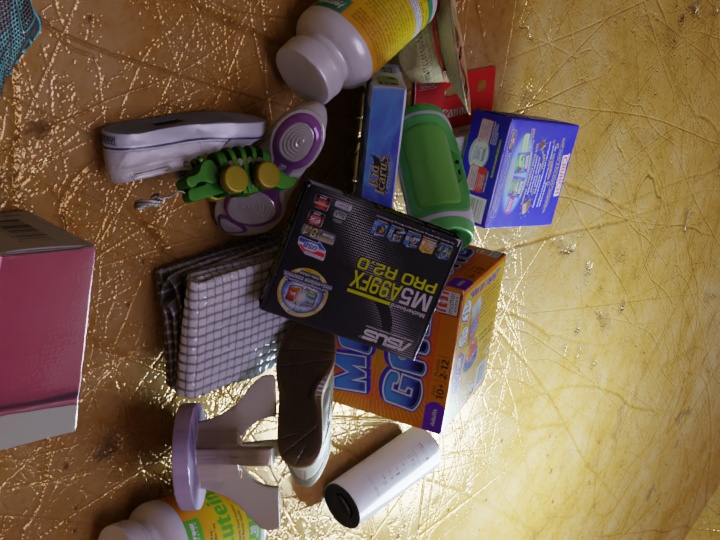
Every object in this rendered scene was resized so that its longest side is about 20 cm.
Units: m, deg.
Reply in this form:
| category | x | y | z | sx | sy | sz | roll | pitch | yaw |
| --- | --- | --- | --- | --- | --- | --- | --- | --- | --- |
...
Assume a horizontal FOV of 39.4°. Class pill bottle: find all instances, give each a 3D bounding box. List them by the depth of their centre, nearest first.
| category | x | y | z | sx | sy | sz | roll | pitch | yaw |
| --- | --- | --- | --- | --- | --- | --- | --- | --- | --- |
| pill bottle | -0.007 | -0.292 | 1.219 | 0.200 | 0.113 | 0.113 | -46 | 138 | -24 |
| pill bottle | -0.226 | 0.339 | 1.273 | 0.200 | 0.111 | 0.111 | -5 | 111 | -49 |

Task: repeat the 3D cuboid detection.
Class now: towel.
| category | x | y | z | sx | sy | sz | roll | pitch | yaw |
| --- | --- | --- | --- | --- | --- | --- | --- | --- | --- |
| towel | -0.159 | 0.053 | 1.237 | 0.200 | 0.086 | 0.166 | -21 | 125 | -44 |

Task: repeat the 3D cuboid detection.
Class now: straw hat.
| category | x | y | z | sx | sy | sz | roll | pitch | yaw |
| --- | --- | --- | --- | --- | --- | --- | --- | --- | --- |
| straw hat | 0.093 | -0.295 | 1.348 | 0.201 | 0.085 | 0.201 | -7 | 90 | -80 |

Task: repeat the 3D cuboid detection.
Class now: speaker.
| category | x | y | z | sx | sy | sz | roll | pitch | yaw |
| --- | --- | --- | --- | --- | --- | --- | --- | --- | --- |
| speaker | 0.095 | -0.123 | 1.345 | 0.088 | 0.088 | 0.200 | 33 | 40 | -52 |
| speaker | 0.037 | 0.329 | 1.606 | 0.200 | 0.081 | 0.081 | -28 | 128 | -40 |

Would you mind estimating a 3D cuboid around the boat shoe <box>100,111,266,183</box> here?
| category | x | y | z | sx | sy | sz | roll | pitch | yaw |
| --- | --- | --- | --- | --- | --- | --- | --- | --- | --- |
| boat shoe | -0.191 | -0.125 | 1.115 | 0.202 | 0.075 | 0.086 | -17 | 120 | -42 |

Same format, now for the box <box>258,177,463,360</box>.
| category | x | y | z | sx | sy | sz | roll | pitch | yaw |
| --- | --- | --- | --- | --- | --- | --- | --- | --- | --- |
| box | 0.000 | 0.000 | 1.188 | 0.200 | 0.044 | 0.160 | 20 | 101 | -13 |

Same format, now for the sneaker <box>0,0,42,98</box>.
| category | x | y | z | sx | sy | sz | roll | pitch | yaw |
| --- | --- | --- | --- | --- | --- | --- | --- | --- | --- |
| sneaker | -0.329 | -0.210 | 0.913 | 0.091 | 0.078 | 0.200 | -11 | 118 | -51 |

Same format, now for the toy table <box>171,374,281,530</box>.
| category | x | y | z | sx | sy | sz | roll | pitch | yaw |
| --- | --- | --- | --- | --- | --- | --- | --- | --- | --- |
| toy table | -0.157 | 0.220 | 1.215 | 0.200 | 0.117 | 0.184 | -106 | -166 | -84 |

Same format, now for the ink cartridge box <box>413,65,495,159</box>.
| category | x | y | z | sx | sy | sz | roll | pitch | yaw |
| --- | --- | --- | --- | --- | --- | --- | --- | --- | --- |
| ink cartridge box | 0.151 | -0.205 | 1.505 | 0.200 | 0.045 | 0.176 | -20 | 124 | -44 |

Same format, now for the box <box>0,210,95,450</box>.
| category | x | y | z | sx | sy | sz | roll | pitch | yaw |
| --- | --- | --- | --- | --- | --- | --- | --- | --- | --- |
| box | -0.345 | 0.055 | 0.978 | 0.109 | 0.128 | 0.200 | -9 | 115 | -49 |

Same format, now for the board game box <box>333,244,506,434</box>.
| category | x | y | z | sx | sy | sz | roll | pitch | yaw |
| --- | --- | --- | --- | --- | --- | --- | --- | --- | --- |
| board game box | 0.063 | 0.070 | 1.367 | 0.200 | 0.200 | 0.200 | -31 | 133 | -63 |

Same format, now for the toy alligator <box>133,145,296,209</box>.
| category | x | y | z | sx | sy | sz | roll | pitch | yaw |
| --- | --- | --- | --- | --- | --- | --- | --- | --- | --- |
| toy alligator | -0.156 | -0.104 | 1.080 | 0.200 | 0.059 | 0.054 | -11 | 90 | -37 |

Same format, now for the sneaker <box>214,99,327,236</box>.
| category | x | y | z | sx | sy | sz | roll | pitch | yaw |
| --- | --- | --- | --- | --- | --- | --- | --- | --- | --- |
| sneaker | -0.099 | -0.120 | 1.197 | 0.200 | 0.075 | 0.100 | -47 | -167 | 26 |

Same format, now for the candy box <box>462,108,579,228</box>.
| category | x | y | z | sx | sy | sz | roll | pitch | yaw |
| --- | --- | --- | --- | --- | --- | --- | --- | --- | --- |
| candy box | 0.236 | -0.154 | 1.536 | 0.200 | 0.077 | 0.169 | -4 | 112 | -49 |

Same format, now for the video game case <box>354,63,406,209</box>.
| category | x | y | z | sx | sy | sz | roll | pitch | yaw |
| --- | --- | --- | --- | --- | --- | --- | --- | --- | --- |
| video game case | 0.022 | -0.153 | 1.290 | 0.181 | 0.045 | 0.200 | -91 | -173 | -70 |

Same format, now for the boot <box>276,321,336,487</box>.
| category | x | y | z | sx | sy | sz | roll | pitch | yaw |
| --- | --- | --- | --- | --- | --- | --- | --- | --- | --- |
| boot | -0.067 | 0.166 | 1.281 | 0.155 | 0.072 | 0.200 | 87 | 6 | -67 |
